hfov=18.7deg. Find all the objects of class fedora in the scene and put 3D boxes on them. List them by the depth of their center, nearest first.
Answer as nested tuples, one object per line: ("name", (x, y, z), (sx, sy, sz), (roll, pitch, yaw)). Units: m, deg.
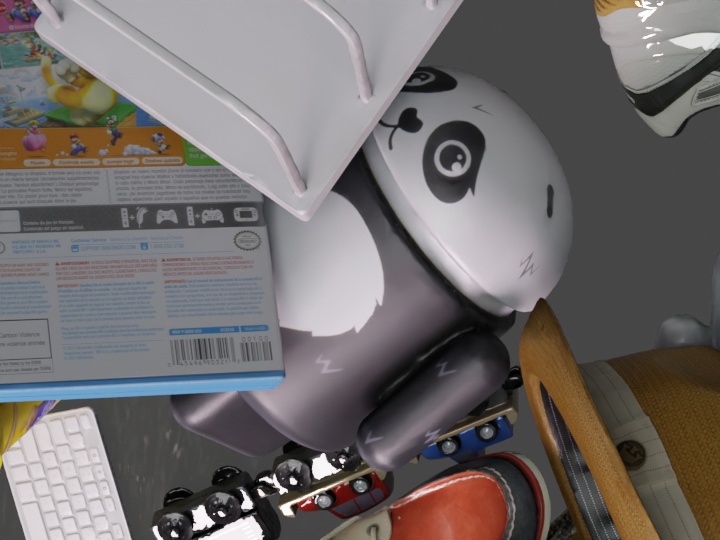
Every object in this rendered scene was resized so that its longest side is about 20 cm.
("fedora", (0.130, 0.092, 0.861), (0.081, 0.201, 0.202), (-22, 99, -3))

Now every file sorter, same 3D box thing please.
("file sorter", (-0.024, -0.150, 0.839), (0.138, 0.125, 0.201), (34, 84, 9))

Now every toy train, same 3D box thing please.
("toy train", (-0.008, 0.095, 1.033), (0.199, 0.034, 0.046), (-25, 110, 17))

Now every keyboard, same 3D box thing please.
("keyboard", (-0.130, 0.166, 1.087), (0.056, 0.011, 0.202), (-12, 101, 14))

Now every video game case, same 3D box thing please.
("video game case", (-0.111, -0.046, 0.898), (0.142, 0.018, 0.202), (-2, 71, -19))

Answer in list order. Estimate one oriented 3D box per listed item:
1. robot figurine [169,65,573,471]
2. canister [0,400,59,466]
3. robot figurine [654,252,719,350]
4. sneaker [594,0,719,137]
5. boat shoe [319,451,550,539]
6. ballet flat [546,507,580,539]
("robot figurine", (-0.001, -0.002, 0.960), (0.199, 0.125, 0.151), (-37, 94, 17))
("canister", (-0.204, 0.052, 0.974), (0.147, 0.200, 0.087), (-18, 100, 14))
("robot figurine", (0.204, 0.055, 0.940), (0.168, 0.113, 0.202), (0, 104, 1))
("sneaker", (0.200, -0.109, 0.906), (0.198, 0.076, 0.088), (-9, 121, 14))
("boat shoe", (0.003, 0.148, 1.005), (0.200, 0.062, 0.072), (-38, 60, 30))
("ballet flat", (0.084, 0.161, 1.010), (0.068, 0.075, 0.200), (41, 108, -2))
